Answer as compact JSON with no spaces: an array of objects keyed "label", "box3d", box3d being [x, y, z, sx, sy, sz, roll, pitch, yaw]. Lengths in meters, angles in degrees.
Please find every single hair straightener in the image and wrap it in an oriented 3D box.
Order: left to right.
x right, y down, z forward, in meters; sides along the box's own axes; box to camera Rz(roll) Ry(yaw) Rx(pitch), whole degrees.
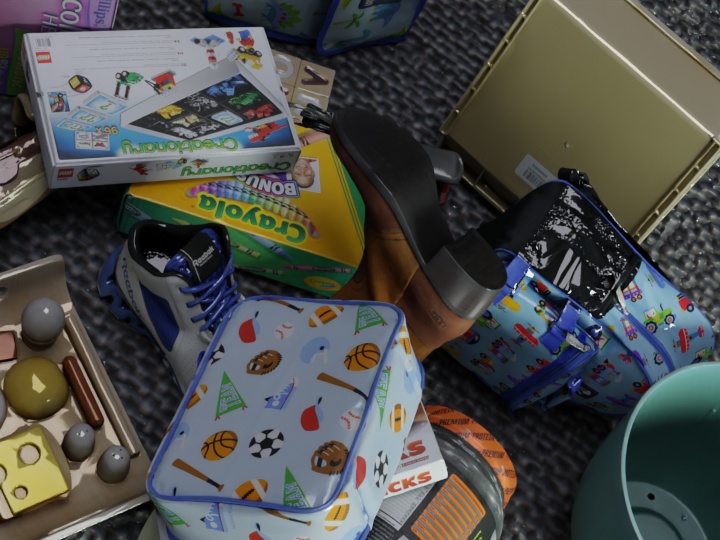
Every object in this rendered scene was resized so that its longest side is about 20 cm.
[{"label":"hair straightener","box3d":[-0.002,-0.117,1.191,0.199,0.077,0.041,21,57,-12]}]

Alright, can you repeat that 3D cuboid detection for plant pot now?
[{"label":"plant pot","box3d":[0.250,0.193,1.053,0.199,0.161,0.202,9,61,-16]}]

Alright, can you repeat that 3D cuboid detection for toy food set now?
[{"label":"toy food set","box3d":[-0.239,0.098,1.002,0.143,0.060,0.201,-21,72,-28]}]

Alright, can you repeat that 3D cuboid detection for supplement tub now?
[{"label":"supplement tub","box3d":[0.021,0.198,0.998,0.122,0.123,0.200,40,56,7]}]

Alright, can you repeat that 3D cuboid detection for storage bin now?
[{"label":"storage bin","box3d":[0.195,-0.121,1.202,0.200,0.199,0.094,42,40,8]}]

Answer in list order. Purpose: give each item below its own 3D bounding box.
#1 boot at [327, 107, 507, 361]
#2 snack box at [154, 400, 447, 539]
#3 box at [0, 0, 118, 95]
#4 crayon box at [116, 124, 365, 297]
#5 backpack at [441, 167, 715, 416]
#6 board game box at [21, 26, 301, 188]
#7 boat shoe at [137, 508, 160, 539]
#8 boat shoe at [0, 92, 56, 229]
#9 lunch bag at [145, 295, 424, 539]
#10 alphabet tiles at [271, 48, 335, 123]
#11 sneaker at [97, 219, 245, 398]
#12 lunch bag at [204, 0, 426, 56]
[{"label":"boot","box3d":[0.000,0.000,1.067,0.188,0.200,0.068,49,41,7]},{"label":"snack box","box3d":[-0.044,0.142,0.967,0.199,0.024,0.072,-18,43,-3]},{"label":"box","box3d":[-0.255,-0.274,1.145,0.096,0.176,0.201,1,61,-18]},{"label":"crayon box","box3d":[-0.087,-0.064,1.143,0.199,0.058,0.119,17,57,-9]},{"label":"backpack","box3d":[0.169,0.044,1.114,0.200,0.182,0.135,41,64,-7]},{"label":"board game box","box3d":[-0.157,-0.132,1.100,0.199,0.035,0.127,-5,62,-23]},{"label":"boat shoe","box3d":[-0.077,0.164,1.018,0.200,0.063,0.071,-41,60,-20]},{"label":"boat shoe","box3d":[-0.246,-0.111,1.106,0.200,0.072,0.072,-44,111,-27]},{"label":"lunch bag","box3d":[-0.051,0.101,0.941,0.159,0.076,0.201,0,43,24]},{"label":"alphabet tiles","box3d":[-0.086,-0.112,1.210,0.166,0.008,0.201,17,58,-9]},{"label":"sneaker","box3d":[-0.116,0.034,1.051,0.199,0.115,0.081,43,58,8]},{"label":"lunch bag","box3d":[-0.024,-0.285,1.233,0.199,0.170,0.128,12,58,-14]}]
